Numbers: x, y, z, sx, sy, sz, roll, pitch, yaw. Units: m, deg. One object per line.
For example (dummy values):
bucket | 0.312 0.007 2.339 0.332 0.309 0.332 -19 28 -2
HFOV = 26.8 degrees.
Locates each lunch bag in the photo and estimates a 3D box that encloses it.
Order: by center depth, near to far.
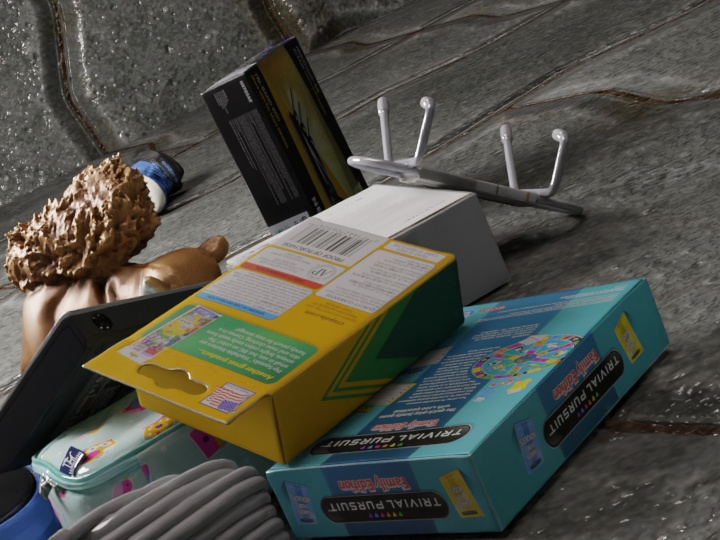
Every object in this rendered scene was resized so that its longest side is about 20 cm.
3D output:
lunch bag | -0.114 0.109 0.980 0.199 0.078 0.160 -29 15 -22

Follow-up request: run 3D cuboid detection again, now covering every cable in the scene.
cable | -0.116 0.161 0.673 0.199 0.069 0.200 -28 -14 -43

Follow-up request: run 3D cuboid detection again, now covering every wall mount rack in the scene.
wall mount rack | 0.085 -0.099 1.240 0.198 0.075 0.174 12 1 -13

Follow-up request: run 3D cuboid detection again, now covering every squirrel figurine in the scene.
squirrel figurine | -0.192 0.013 1.208 0.141 0.201 0.186 -27 0 -43

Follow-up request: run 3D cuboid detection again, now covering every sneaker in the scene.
sneaker | -0.298 -0.130 2.171 0.111 0.077 0.200 -40 12 -22

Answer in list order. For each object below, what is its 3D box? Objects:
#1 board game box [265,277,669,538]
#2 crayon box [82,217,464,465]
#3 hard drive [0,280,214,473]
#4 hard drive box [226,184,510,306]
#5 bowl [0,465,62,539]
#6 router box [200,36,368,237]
board game box | 0.065 0.078 0.864 0.150 0.047 0.200 -11 19 43
crayon box | -0.048 0.043 0.899 0.125 0.052 0.200 16 37 39
hard drive | -0.155 0.068 1.059 0.199 0.033 0.140 -13 -33 -53
hard drive box | 0.000 0.000 1.198 0.155 0.077 0.200 -28 14 -16
bowl | -0.303 0.177 1.017 0.199 0.040 0.201 -8 15 2
router box | -0.061 -0.108 1.442 0.052 0.201 0.157 -21 14 22
